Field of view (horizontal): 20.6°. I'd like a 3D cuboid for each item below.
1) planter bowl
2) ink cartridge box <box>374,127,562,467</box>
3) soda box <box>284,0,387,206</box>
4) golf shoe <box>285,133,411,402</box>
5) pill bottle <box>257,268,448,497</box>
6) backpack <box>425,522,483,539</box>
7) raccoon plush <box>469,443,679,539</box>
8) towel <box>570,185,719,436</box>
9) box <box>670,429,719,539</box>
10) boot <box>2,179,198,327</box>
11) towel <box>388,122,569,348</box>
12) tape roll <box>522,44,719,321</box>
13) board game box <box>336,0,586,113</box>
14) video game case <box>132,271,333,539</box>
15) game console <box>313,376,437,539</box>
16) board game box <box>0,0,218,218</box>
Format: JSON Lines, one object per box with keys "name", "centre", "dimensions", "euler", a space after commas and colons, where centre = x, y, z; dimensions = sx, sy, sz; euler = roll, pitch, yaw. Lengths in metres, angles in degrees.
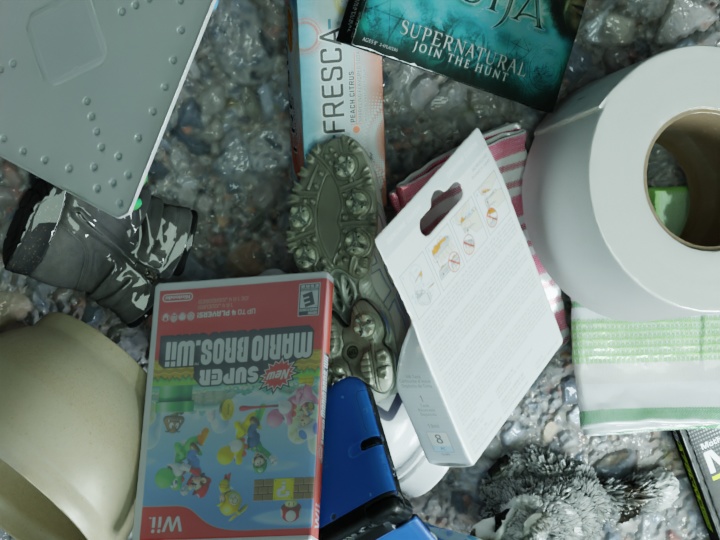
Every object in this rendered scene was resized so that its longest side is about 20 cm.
{"name": "planter bowl", "centre": [-0.233, 0.119, 1.505], "dimensions": [0.200, 0.200, 0.135], "euler": [46, 65, -19]}
{"name": "ink cartridge box", "centre": [0.071, 0.020, 1.487], "dimensions": [0.160, 0.047, 0.201], "euler": [-47, 123, -41]}
{"name": "soda box", "centre": [-0.020, -0.149, 1.529], "dimensions": [0.068, 0.064, 0.202], "euler": [-5, 105, -11]}
{"name": "golf shoe", "centre": [0.000, 0.000, 1.508], "dimensions": [0.078, 0.097, 0.202], "euler": [-8, 84, 27]}
{"name": "pill bottle", "centre": [-0.018, 0.095, 1.571], "dimensions": [0.199, 0.111, 0.111], "euler": [34, 96, -18]}
{"name": "backpack", "centre": [0.037, 0.272, 1.585], "dimensions": [0.153, 0.200, 0.164], "euler": [-30, 111, -20]}
{"name": "raccoon plush", "centre": [0.183, 0.199, 1.629], "dimensions": [0.198, 0.134, 0.098], "euler": [-18, 107, -7]}
{"name": "towel", "centre": [0.244, 0.031, 1.621], "dimensions": [0.148, 0.031, 0.202], "euler": [-2, 87, -12]}
{"name": "box", "centre": [0.367, 0.127, 1.696], "dimensions": [0.198, 0.048, 0.195], "euler": [-23, 109, -5]}
{"name": "boot", "centre": [-0.180, -0.065, 1.525], "dimensions": [0.131, 0.070, 0.201], "euler": [22, 108, -22]}
{"name": "towel", "centre": [0.100, -0.001, 1.574], "dimensions": [0.146, 0.030, 0.202], "euler": [-30, 112, -37]}
{"name": "tape roll", "centre": [0.241, -0.064, 1.540], "dimensions": [0.201, 0.139, 0.205], "euler": [1, 85, -16]}
{"name": "board game box", "centre": [0.086, -0.212, 1.515], "dimensions": [0.199, 0.028, 0.137], "euler": [14, 95, -34]}
{"name": "video game case", "centre": [-0.092, 0.102, 1.448], "dimensions": [0.142, 0.017, 0.202], "euler": [-4, 69, 20]}
{"name": "game console", "centre": [-0.030, 0.207, 1.469], "dimensions": [0.199, 0.172, 0.118], "euler": [-31, 144, 20]}
{"name": "board game box", "centre": [-0.209, -0.169, 1.446], "dimensions": [0.199, 0.026, 0.202], "euler": [27, 100, 20]}
